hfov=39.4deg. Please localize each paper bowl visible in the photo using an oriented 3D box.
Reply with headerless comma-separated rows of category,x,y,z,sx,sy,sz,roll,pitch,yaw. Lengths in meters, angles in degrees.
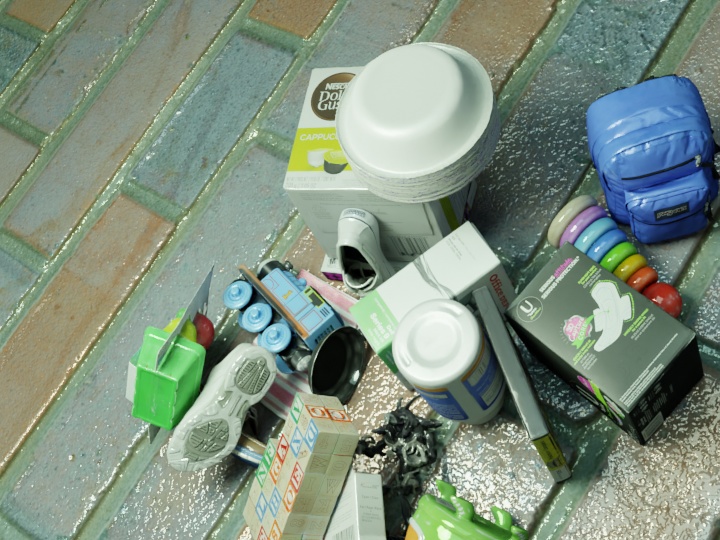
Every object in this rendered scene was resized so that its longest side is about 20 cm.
paper bowl,0.066,-0.191,1.224,0.198,0.105,0.203,-7,62,14

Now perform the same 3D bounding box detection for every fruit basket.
fruit basket,-0.255,0.111,1.399,0.093,0.187,0.201,15,41,-1

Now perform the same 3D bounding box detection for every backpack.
backpack,0.384,-0.144,1.288,0.161,0.200,0.169,-19,59,11

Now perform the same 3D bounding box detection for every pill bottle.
pill bottle,0.120,0.124,1.260,0.111,0.200,0.113,-9,62,17

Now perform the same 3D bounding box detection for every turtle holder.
turtle holder,0.135,0.346,1.195,0.133,0.184,0.141,-64,26,-4

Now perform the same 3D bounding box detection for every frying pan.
frying pan,-0.018,0.098,1.383,0.031,0.115,0.192,15,70,36

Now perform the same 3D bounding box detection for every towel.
towel,-0.089,0.108,1.457,0.145,0.030,0.201,28,78,32

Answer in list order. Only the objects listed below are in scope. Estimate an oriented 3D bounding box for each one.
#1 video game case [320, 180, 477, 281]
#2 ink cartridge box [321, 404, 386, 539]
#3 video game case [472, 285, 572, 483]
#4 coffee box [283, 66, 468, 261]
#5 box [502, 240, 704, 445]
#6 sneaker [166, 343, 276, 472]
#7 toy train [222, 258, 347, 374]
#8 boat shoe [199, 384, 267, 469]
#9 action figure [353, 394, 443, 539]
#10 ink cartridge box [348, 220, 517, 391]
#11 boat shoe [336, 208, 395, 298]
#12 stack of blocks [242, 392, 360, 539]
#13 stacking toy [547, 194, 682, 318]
video game case,0.057,-0.063,1.479,0.198,0.036,0.183,6,67,25
ink cartridge box,-0.039,0.288,1.265,0.200,0.044,0.178,-43,45,49
video game case,0.198,0.142,1.229,0.025,0.181,0.202,-24,58,8
coffee box,0.033,-0.146,1.390,0.197,0.200,0.200,3,64,21
box,0.299,0.090,1.234,0.124,0.149,0.200,-46,58,-4
sneaker,-0.192,0.184,1.368,0.201,0.078,0.099,-50,20,-6
toy train,-0.111,0.059,1.431,0.114,0.087,0.200,-39,51,-10
boat shoe,-0.184,0.215,1.416,0.199,0.072,0.073,24,74,30
action figure,0.045,0.248,1.289,0.118,0.102,0.202,-11,62,30
ink cartridge box,0.104,0.049,1.337,0.199,0.146,0.084,-36,56,2
boat shoe,0.000,0.000,1.369,0.073,0.201,0.066,4,56,21
stack of blocks,-0.075,0.253,1.235,0.115,0.058,0.202,49,124,56
stacking toy,0.341,-0.008,1.314,0.085,0.085,0.200,-42,62,-3
